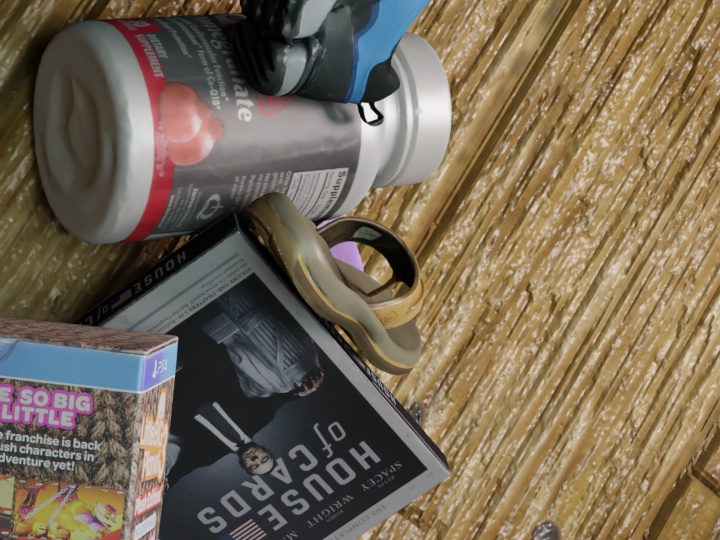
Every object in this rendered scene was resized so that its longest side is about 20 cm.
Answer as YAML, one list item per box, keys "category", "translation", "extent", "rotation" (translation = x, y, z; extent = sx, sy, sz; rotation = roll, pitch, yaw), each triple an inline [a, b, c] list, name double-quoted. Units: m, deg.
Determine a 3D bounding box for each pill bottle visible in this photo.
- category: "pill bottle"
  translation: [-0.057, -0.076, 1.207]
  extent: [0.199, 0.111, 0.111]
  rotation: [-7, 99, -32]

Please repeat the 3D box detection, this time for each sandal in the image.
- category: "sandal"
  translation: [0.000, 0.000, 1.207]
  extent: [0.054, 0.080, 0.200]
  rotation: [-39, 156, 2]

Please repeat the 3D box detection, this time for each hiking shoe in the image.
- category: "hiking shoe"
  translation: [0.009, -0.172, 1.129]
  extent: [0.086, 0.074, 0.201]
  rotation: [12, 113, -35]

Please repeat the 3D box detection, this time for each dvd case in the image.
- category: "dvd case"
  translation: [-0.067, 0.080, 1.216]
  extent: [0.150, 0.025, 0.200]
  rotation: [-34, 122, 9]

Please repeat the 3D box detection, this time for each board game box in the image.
- category: "board game box"
  translation: [-0.180, 0.124, 1.116]
  extent: [0.158, 0.097, 0.201]
  rotation: [7, 93, 4]

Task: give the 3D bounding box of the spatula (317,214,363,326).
- category: "spatula"
  translation: [-0.073, 0.036, 1.261]
  extent: [0.199, 0.021, 0.057]
  rotation: [-31, 116, -25]
